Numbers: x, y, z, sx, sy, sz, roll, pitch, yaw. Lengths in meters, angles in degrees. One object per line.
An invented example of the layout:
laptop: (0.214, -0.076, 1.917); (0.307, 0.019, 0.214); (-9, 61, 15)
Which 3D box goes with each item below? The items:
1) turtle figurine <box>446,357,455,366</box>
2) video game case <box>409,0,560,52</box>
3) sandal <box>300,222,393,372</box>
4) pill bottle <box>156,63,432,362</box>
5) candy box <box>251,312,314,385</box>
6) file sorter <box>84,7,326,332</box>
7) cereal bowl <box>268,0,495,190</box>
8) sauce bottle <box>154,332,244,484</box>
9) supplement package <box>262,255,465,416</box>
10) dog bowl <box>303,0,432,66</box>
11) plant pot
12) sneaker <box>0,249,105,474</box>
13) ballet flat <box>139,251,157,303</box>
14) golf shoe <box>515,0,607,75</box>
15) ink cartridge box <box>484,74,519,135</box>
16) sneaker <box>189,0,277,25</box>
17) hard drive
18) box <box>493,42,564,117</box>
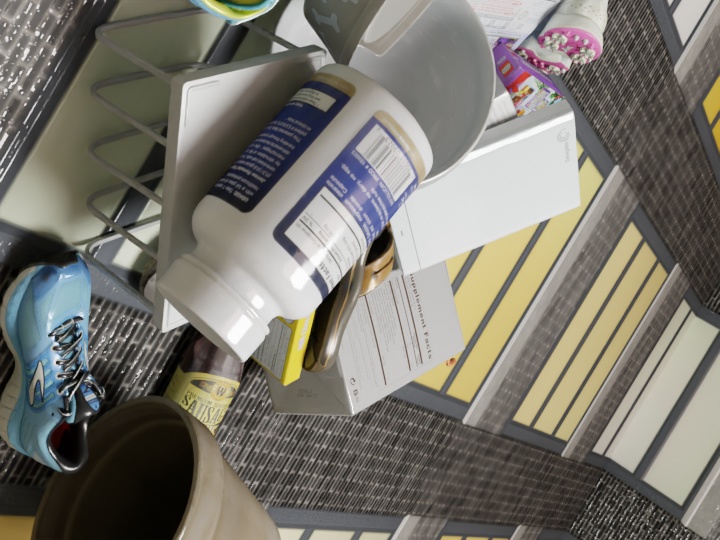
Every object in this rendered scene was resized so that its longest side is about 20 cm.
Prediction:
turtle figurine: (0.073, 0.015, 1.267); (0.063, 0.200, 0.164); (-4, 112, -4)
video game case: (0.101, -0.242, 1.046); (0.181, 0.046, 0.199); (-47, 161, 31)
sandal: (0.000, 0.000, 0.964); (0.054, 0.081, 0.203); (21, 82, -23)
pill bottle: (-0.049, -0.038, 0.751); (0.201, 0.110, 0.111); (-49, 150, -13)
candy box: (-0.075, -0.007, 0.920); (0.026, 0.102, 0.202); (-21, 138, -42)
file sorter: (-0.129, -0.086, 0.820); (0.138, 0.124, 0.202); (-25, 137, -44)
cereal bowl: (0.014, -0.158, 0.919); (0.201, 0.200, 0.083); (-49, 180, -15)
sauce bottle: (-0.153, 0.109, 1.037); (0.066, 0.066, 0.202); (9, 109, -59)
supplement package: (0.000, 0.062, 1.133); (0.199, 0.120, 0.122); (-23, 103, -47)
dog bowl: (0.034, -0.239, 0.793); (0.200, 0.059, 0.200); (-48, 179, -1)
plant pot: (-0.166, 0.242, 0.955); (0.201, 0.199, 0.173); (-54, 131, -8)
sneaker: (-0.233, 0.076, 0.850); (0.078, 0.089, 0.202); (-25, 136, -45)
ballet flat: (-0.124, -0.037, 0.970); (0.199, 0.046, 0.068); (-39, 150, -23)
golf shoe: (0.215, -0.268, 1.160); (0.074, 0.200, 0.093); (21, 86, -18)
ink cartridge box: (0.064, -0.111, 1.063); (0.198, 0.068, 0.116); (-30, 140, 6)
sneaker: (-0.080, -0.221, 0.761); (0.199, 0.130, 0.081); (-21, 134, -49)
hard drive: (0.120, -0.078, 1.050); (0.198, 0.027, 0.133); (-22, 138, -4)
box: (0.117, -0.150, 1.163); (0.200, 0.039, 0.136); (-42, 157, 20)
